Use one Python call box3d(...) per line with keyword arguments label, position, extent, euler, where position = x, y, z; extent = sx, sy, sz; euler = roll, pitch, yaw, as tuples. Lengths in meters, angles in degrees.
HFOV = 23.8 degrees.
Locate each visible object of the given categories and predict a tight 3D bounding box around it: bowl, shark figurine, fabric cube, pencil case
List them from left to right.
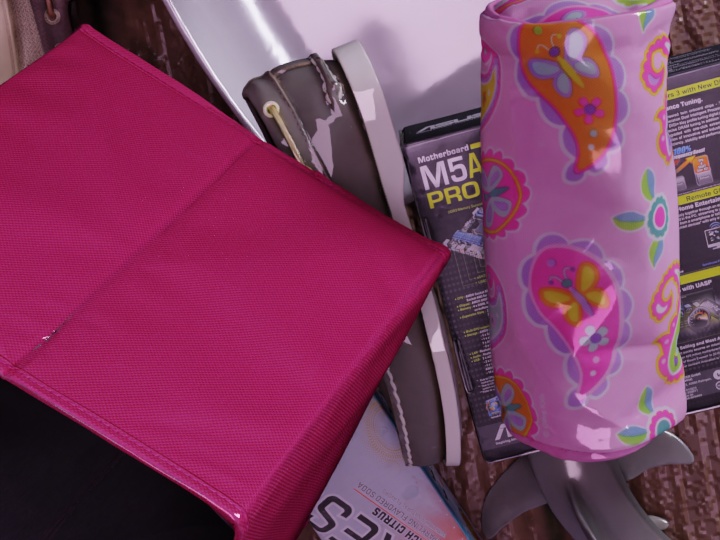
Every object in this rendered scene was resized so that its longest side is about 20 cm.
box3d(label="fabric cube", position=(-0.112, 0.057, 0.704), extent=(0.200, 0.199, 0.197), euler=(31, 127, 7))
box3d(label="bowl", position=(0.015, -0.146, 0.829), extent=(0.200, 0.075, 0.200), euler=(-33, 96, 8))
box3d(label="pencil case", position=(0.096, -0.020, 0.731), extent=(0.087, 0.087, 0.201), euler=(-4, 106, 6))
box3d(label="shark figurine", position=(0.143, 0.131, 0.855), extent=(0.214, 0.090, 0.128), euler=(38, 101, 1))

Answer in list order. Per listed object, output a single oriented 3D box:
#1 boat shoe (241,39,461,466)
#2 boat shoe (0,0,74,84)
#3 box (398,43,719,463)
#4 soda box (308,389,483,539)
box3d(label="boat shoe", position=(0.000, 0.000, 0.785), extent=(0.060, 0.072, 0.203), euler=(-16, 100, -5))
box3d(label="boat shoe", position=(-0.156, -0.151, 0.856), extent=(0.072, 0.072, 0.201), euler=(-2, 98, -8))
box3d(label="box", position=(0.133, -0.012, 0.796), extent=(0.199, 0.044, 0.161), euler=(-15, 104, 5))
box3d(label="soda box", position=(-0.002, 0.098, 0.855), extent=(0.063, 0.068, 0.200), euler=(-33, 103, 3))
